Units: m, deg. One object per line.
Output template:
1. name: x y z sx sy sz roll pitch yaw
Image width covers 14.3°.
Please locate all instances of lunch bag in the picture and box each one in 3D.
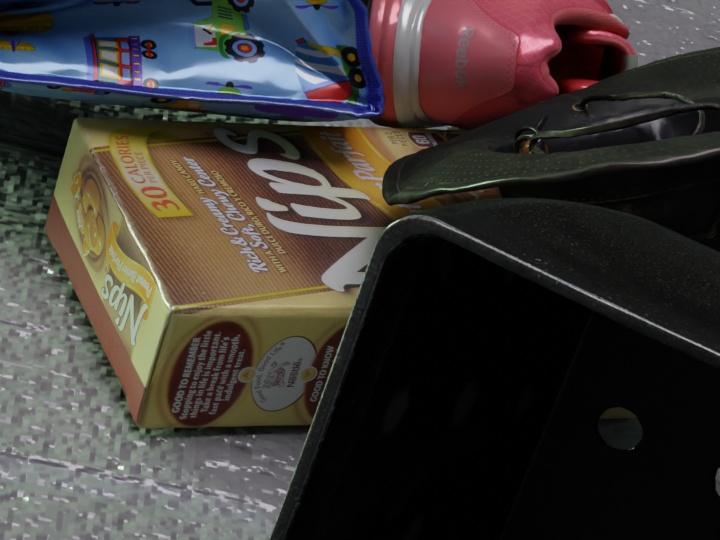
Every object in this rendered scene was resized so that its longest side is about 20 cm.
1. lunch bag: -0.107 -0.095 1.061 0.200 0.094 0.151 -7 9 -12

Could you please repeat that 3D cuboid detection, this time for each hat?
1. hat: 0.110 -0.022 0.969 0.200 0.081 0.201 -15 8 2

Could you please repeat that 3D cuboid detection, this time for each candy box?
1. candy box: 0.000 0.000 1.029 0.200 0.055 0.115 1 36 -27

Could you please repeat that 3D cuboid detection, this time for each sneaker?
1. sneaker: 0.074 -0.079 1.129 0.087 0.074 0.200 9 9 24

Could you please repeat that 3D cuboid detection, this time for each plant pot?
1. plant pot: 0.090 0.089 0.825 0.200 0.200 0.177 24 21 11
